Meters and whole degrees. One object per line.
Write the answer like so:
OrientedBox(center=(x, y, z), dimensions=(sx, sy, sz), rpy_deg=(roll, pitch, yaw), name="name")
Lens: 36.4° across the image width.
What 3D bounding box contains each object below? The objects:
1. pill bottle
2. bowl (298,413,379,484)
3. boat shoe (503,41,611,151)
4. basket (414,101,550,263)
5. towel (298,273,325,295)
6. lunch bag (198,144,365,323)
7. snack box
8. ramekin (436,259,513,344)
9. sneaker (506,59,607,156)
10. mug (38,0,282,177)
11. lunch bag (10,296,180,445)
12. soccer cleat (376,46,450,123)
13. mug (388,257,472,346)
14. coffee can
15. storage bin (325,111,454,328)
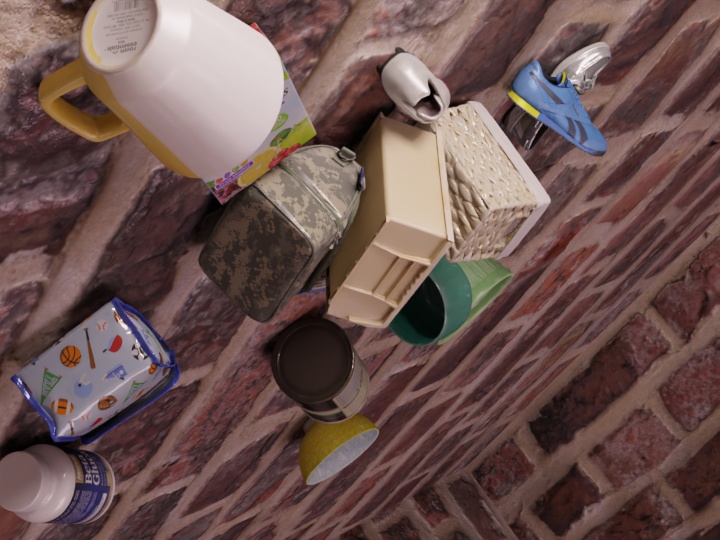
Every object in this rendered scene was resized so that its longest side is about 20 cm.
OrientedBox(center=(-0.454, 0.316, 1.616), dimensions=(0.111, 0.112, 0.200), rpy_deg=(-38, 161, 4), name="pill bottle")
OrientedBox(center=(-0.066, 0.368, 2.410), dimensions=(0.199, 0.108, 0.201), rpy_deg=(-32, 160, -13), name="bowl")
OrientedBox(center=(0.317, -0.274, 1.713), dimensions=(0.201, 0.065, 0.074), rpy_deg=(-40, 160, 7), name="boat shoe")
OrientedBox(center=(0.149, -0.124, 1.564), dimensions=(0.122, 0.201, 0.136), rpy_deg=(-12, 149, -41), name="basket")
OrientedBox(center=(0.000, 0.000, 1.725), dimensions=(0.198, 0.024, 0.146), rpy_deg=(-19, 174, 34), name="towel")
OrientedBox(center=(-0.089, -0.057, 1.400), dimensions=(0.168, 0.139, 0.201), rpy_deg=(-46, 174, -46), name="lunch bag")
OrientedBox(center=(-0.135, -0.164, 1.191), dimensions=(0.142, 0.053, 0.200), rpy_deg=(-38, 160, -3), name="snack box")
OrientedBox(center=(0.191, 0.040, 2.107), dimensions=(0.199, 0.098, 0.200), rpy_deg=(-40, 168, -10), name="ramekin")
OrientedBox(center=(0.314, -0.244, 1.652), dimensions=(0.198, 0.066, 0.079), rpy_deg=(30, 106, -26), name="sneaker")
OrientedBox(center=(-0.179, -0.166, 0.965), dimensions=(0.187, 0.150, 0.153), rpy_deg=(-46, 152, 6), name="mug")
OrientedBox(center=(-0.332, 0.138, 1.427), dimensions=(0.169, 0.125, 0.200), rpy_deg=(-35, 174, -6), name="lunch bag")
OrientedBox(center=(0.081, -0.215, 1.401), dimensions=(0.070, 0.087, 0.200), rpy_deg=(-41, 161, 11), name="soccer cleat")
OrientedBox(center=(0.114, 0.040, 1.970), dimensions=(0.114, 0.184, 0.154), rpy_deg=(-21, 132, -45), name="mug")
OrientedBox(center=(-0.066, 0.181, 1.936), dimensions=(0.145, 0.147, 0.200), rpy_deg=(-36, 160, -4), name="coffee can")
OrientedBox(center=(0.028, -0.062, 1.432), dimensions=(0.092, 0.202, 0.199), rpy_deg=(16, 135, -21), name="storage bin")
